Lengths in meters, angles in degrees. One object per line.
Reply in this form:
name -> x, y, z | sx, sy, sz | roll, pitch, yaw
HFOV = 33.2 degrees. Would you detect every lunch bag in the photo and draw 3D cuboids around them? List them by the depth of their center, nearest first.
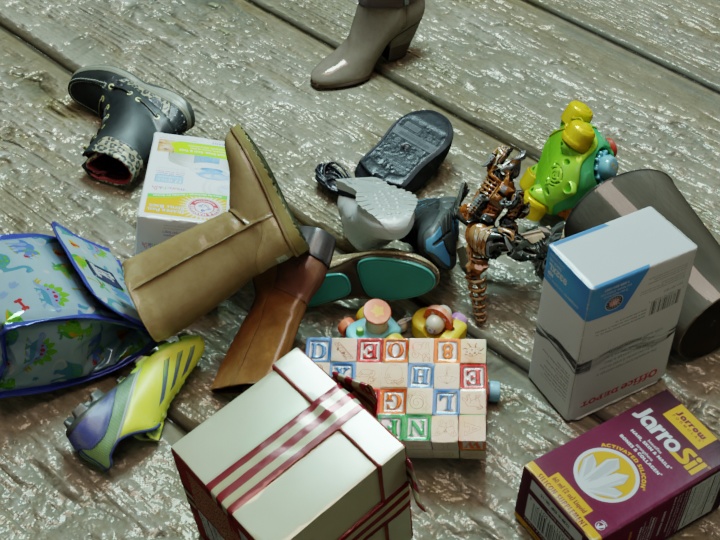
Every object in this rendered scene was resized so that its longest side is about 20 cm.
lunch bag -> -0.343, 0.039, 1.368 | 0.198, 0.129, 0.170 | -5, 39, -36

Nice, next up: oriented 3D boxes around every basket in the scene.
basket -> 0.367, -0.005, 1.445 | 0.178, 0.137, 0.201 | -2, 44, -35

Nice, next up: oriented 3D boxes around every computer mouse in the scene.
computer mouse -> 0.046, -0.141, 1.630 | 0.138, 0.053, 0.200 | 37, 65, 28

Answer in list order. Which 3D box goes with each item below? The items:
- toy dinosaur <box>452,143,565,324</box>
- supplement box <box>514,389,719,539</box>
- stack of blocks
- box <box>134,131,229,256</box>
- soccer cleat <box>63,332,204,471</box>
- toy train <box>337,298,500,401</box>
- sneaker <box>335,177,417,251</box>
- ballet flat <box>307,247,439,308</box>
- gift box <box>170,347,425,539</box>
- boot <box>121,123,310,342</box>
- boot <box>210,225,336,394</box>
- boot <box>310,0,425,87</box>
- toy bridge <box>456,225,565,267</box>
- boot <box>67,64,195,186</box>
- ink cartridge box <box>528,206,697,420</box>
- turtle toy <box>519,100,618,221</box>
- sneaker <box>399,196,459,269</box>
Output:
toy dinosaur -> 0.172, -0.043, 1.443 | 0.134, 0.203, 0.102 | 15, 27, 7
supplement box -> 0.270, 0.221, 1.233 | 0.198, 0.086, 0.110 | -23, 49, -25
stack of blocks -> 0.038, 0.137, 1.299 | 0.197, 0.059, 0.117 | 1, 64, 7
box -> -0.211, -0.071, 1.469 | 0.111, 0.103, 0.201 | 7, 34, -7
soccer cleat -> -0.234, 0.143, 1.317 | 0.084, 0.065, 0.200 | 48, 49, 2
toy train -> 0.064, 0.090, 1.380 | 0.197, 0.056, 0.151 | 7, 43, 3
sneaker -> 0.020, -0.059, 1.462 | 0.075, 0.082, 0.200 | 0, 15, -14
ballet flat -> 0.000, 0.000, 1.437 | 0.197, 0.071, 0.066 | -5, 31, 15
gift box -> -0.043, 0.218, 1.158 | 0.186, 0.186, 0.200 | -36, 59, -24
boot -> -0.177, -0.045, 1.331 | 0.198, 0.066, 0.177 | -28, 73, 2
boot -> -0.120, 0.053, 1.386 | 0.187, 0.068, 0.202 | 2, 64, 44
boot -> 0.011, -0.365, 1.786 | 0.198, 0.148, 0.070 | -28, 53, -29
toy bridge -> 0.224, -0.038, 1.516 | 0.197, 0.067, 0.028 | -11, 86, -14
boot -> -0.347, -0.201, 1.649 | 0.201, 0.074, 0.154 | 19, 49, 18
ink cartridge box -> 0.274, 0.049, 1.331 | 0.143, 0.202, 0.084 | -20, 45, -23
turtle toy -> 0.283, -0.137, 1.585 | 0.100, 0.147, 0.201 | 29, 28, -5
sneaker -> 0.079, -0.044, 1.484 | 0.081, 0.074, 0.200 | -2, 11, 7
